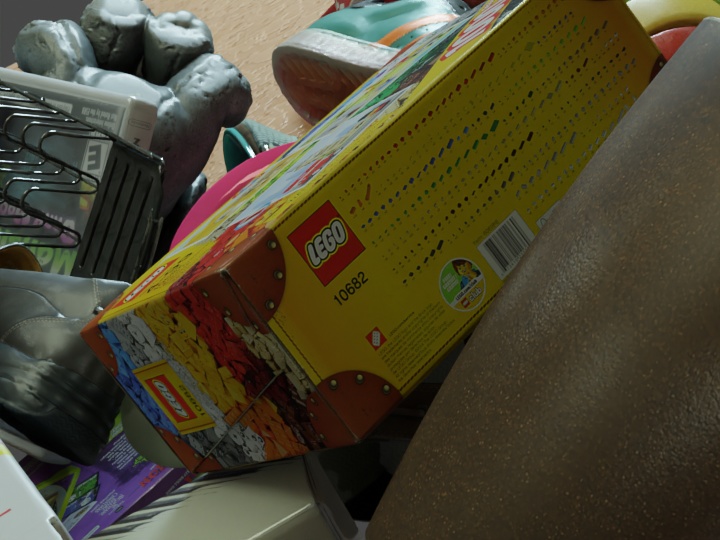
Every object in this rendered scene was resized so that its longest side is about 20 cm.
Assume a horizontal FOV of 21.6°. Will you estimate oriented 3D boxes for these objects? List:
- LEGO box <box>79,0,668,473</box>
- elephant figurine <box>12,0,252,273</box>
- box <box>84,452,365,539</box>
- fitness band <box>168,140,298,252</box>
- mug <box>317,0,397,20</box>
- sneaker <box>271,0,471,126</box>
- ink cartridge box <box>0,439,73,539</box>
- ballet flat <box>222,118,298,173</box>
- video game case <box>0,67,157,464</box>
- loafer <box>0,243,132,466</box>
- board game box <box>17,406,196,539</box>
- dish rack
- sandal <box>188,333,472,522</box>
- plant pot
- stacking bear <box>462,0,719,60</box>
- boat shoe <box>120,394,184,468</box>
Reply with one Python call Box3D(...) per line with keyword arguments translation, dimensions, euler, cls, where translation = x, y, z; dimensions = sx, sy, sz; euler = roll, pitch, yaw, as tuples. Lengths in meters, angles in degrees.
Box3D(translation=(0.009, -0.019, 0.720), dimensions=(0.200, 0.077, 0.149), euler=(-43, 11, -27), cls="LEGO box")
Box3D(translation=(-0.139, -0.044, 1.085), dimensions=(0.155, 0.201, 0.141), euler=(-28, 61, -38), cls="elephant figurine")
Box3D(translation=(-0.089, 0.150, 0.739), dimensions=(0.199, 0.083, 0.068), euler=(-28, 24, 1), cls="box")
Box3D(translation=(0.000, 0.000, 0.906), dimensions=(0.199, 0.038, 0.144), euler=(17, 55, 33), cls="fitness band")
Box3D(translation=(0.036, -0.171, 1.192), dimensions=(0.132, 0.179, 0.201), euler=(7, 31, -7), cls="mug")
Box3D(translation=(0.048, -0.093, 0.906), dimensions=(0.199, 0.072, 0.080), euler=(25, 56, 40), cls="sneaker")
Box3D(translation=(-0.156, 0.125, 0.680), dimensions=(0.115, 0.068, 0.200), euler=(-35, 25, -12), cls="ink cartridge box")
Box3D(translation=(-0.027, -0.031, 1.038), dimensions=(0.070, 0.070, 0.200), euler=(-13, 28, -7), cls="ballet flat")
Box3D(translation=(-0.191, -0.013, 0.989), dimensions=(0.199, 0.023, 0.184), euler=(16, 93, 46), cls="video game case")
Box3D(translation=(-0.163, 0.023, 0.833), dimensions=(0.199, 0.073, 0.073), euler=(19, 71, 41), cls="loafer")
Box3D(translation=(-0.147, 0.123, 0.911), dimensions=(0.200, 0.032, 0.120), euler=(-41, 23, -21), cls="board game box")
Box3D(translation=(-0.175, -0.015, 0.918), dimensions=(0.199, 0.054, 0.155), euler=(26, 101, 45), cls="dish rack")
Box3D(translation=(0.008, 0.076, 0.794), dimensions=(0.201, 0.080, 0.057), euler=(-40, 44, -8), cls="sandal")
Box3D(translation=(0.104, 0.055, 0.626), dimensions=(0.200, 0.187, 0.187), euler=(-43, 24, 5), cls="plant pot")
Box3D(translation=(0.139, -0.086, 0.907), dimensions=(0.113, 0.122, 0.200), euler=(-20, 33, -9), cls="stacking bear")
Box3D(translation=(-0.029, 0.011, 0.835), dimensions=(0.200, 0.071, 0.063), euler=(-47, 8, -15), cls="boat shoe")
